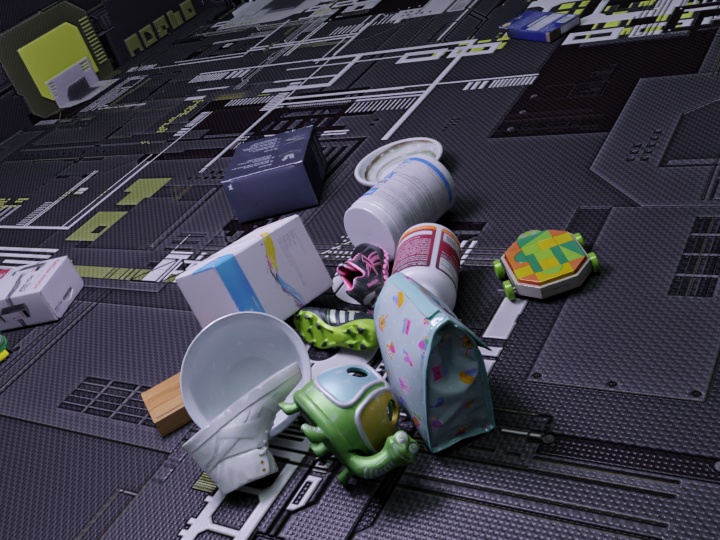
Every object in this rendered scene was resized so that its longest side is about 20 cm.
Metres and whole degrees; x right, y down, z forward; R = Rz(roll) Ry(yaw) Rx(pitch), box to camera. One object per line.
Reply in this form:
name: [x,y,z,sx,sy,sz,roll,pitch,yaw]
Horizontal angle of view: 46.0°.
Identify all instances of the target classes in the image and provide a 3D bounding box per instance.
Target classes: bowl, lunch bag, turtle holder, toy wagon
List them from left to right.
bowl: [-0.172,0.170,1.312,0.200,0.090,0.202,0,74,0]
turtle holder: [-0.011,0.199,1.143,0.132,0.141,0.185,-38,11,-13]
lunch bag: [0.098,0.114,1.164,0.122,0.201,0.170,-18,29,-13]
toy wagon: [0.301,-0.022,1.419,0.155,0.040,0.200,-19,31,3]

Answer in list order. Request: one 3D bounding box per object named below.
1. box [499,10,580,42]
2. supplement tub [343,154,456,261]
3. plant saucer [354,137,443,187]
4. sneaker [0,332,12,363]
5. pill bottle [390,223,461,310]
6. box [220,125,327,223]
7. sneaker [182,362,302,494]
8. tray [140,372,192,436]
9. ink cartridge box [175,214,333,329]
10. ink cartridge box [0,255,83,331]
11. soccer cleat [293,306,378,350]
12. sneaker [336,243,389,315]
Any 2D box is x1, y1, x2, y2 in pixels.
box: [0.491,-0.674,2.336,0.121,0.032,0.200,-33,34,-20]
supplement tub: [0.078,-0.120,1.619,0.132,0.132,0.200,13,43,43]
plant saucer: [0.088,-0.221,1.849,0.200,0.050,0.200,-16,31,10]
sneaker: [-0.807,0.187,1.711,0.078,0.085,0.200,5,40,36]
pill bottle: [0.105,0.017,1.403,0.113,0.113,0.200,-10,32,18]
box: [-0.193,-0.223,1.954,0.196,0.118,0.200,-13,31,13]
sneaker: [-0.141,0.231,1.220,0.200,0.116,0.074,-39,-2,-10]
tray: [-0.262,0.191,1.427,0.200,0.037,0.099,-29,32,-15]
ink cartridge box: [-0.183,0.019,1.486,0.200,0.146,0.147,-36,13,-36]
ink cartridge box: [-0.741,0.053,1.882,0.199,0.083,0.147,-11,31,16]
soccer cleat: [-0.029,0.096,1.421,0.200,0.068,0.081,7,19,43]
sneaker: [0.000,0.000,1.496,0.079,0.095,0.200,-56,23,20]
